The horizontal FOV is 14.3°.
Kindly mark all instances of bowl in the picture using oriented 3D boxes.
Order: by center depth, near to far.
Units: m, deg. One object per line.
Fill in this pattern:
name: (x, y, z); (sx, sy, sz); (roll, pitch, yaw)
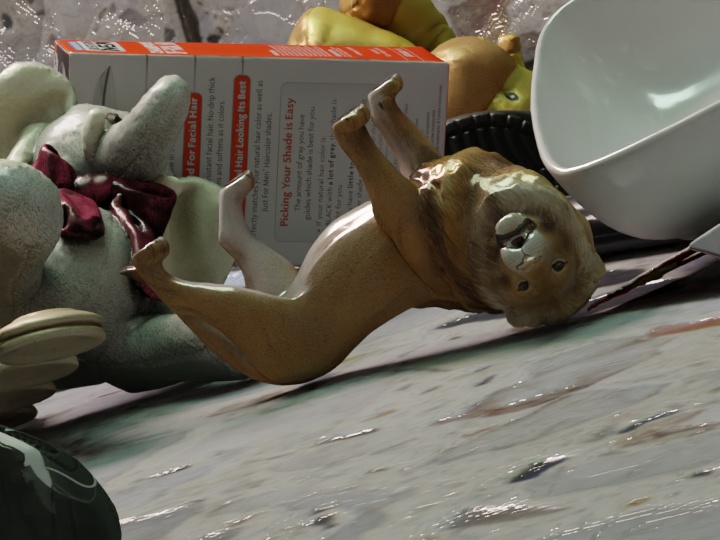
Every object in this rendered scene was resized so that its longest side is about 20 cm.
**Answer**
bowl: (0.178, -0.094, 1.267); (0.199, 0.075, 0.200); (-29, 21, 16)

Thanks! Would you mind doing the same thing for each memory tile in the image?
memory tile: (-0.204, 0.053, 1.278); (0.152, 0.017, 0.200); (-8, -12, -21)

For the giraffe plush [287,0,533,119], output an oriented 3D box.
giraffe plush: (0.060, -0.095, 1.806); (0.199, 0.173, 0.162); (19, 0, -27)

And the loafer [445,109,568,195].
loafer: (0.097, -0.054, 1.610); (0.199, 0.073, 0.071); (-13, -6, -20)

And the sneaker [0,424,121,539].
sneaker: (-0.145, 0.081, 0.912); (0.199, 0.081, 0.086); (-4, 1, 39)

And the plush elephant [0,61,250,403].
plush elephant: (-0.125, -0.025, 1.373); (0.164, 0.155, 0.200); (27, -30, -18)

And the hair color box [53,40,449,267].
hair color box: (-0.059, -0.061, 1.487); (0.199, 0.112, 0.064); (1, 11, -14)

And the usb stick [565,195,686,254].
usb stick: (0.101, -0.021, 1.406); (0.055, 0.033, 0.199); (-12, 1, -41)

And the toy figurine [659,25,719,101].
toy figurine: (0.199, -0.091, 1.440); (0.184, 0.150, 0.200); (-33, -7, -38)

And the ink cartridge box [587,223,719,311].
ink cartridge box: (0.211, -0.026, 1.175); (0.161, 0.050, 0.200); (-22, -11, -42)

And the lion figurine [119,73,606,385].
lion figurine: (0.000, 0.000, 1.222); (0.200, 0.123, 0.072); (-30, 8, 28)

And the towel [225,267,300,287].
towel: (-0.094, 0.026, 1.548); (0.199, 0.024, 0.147); (-15, 6, 17)
